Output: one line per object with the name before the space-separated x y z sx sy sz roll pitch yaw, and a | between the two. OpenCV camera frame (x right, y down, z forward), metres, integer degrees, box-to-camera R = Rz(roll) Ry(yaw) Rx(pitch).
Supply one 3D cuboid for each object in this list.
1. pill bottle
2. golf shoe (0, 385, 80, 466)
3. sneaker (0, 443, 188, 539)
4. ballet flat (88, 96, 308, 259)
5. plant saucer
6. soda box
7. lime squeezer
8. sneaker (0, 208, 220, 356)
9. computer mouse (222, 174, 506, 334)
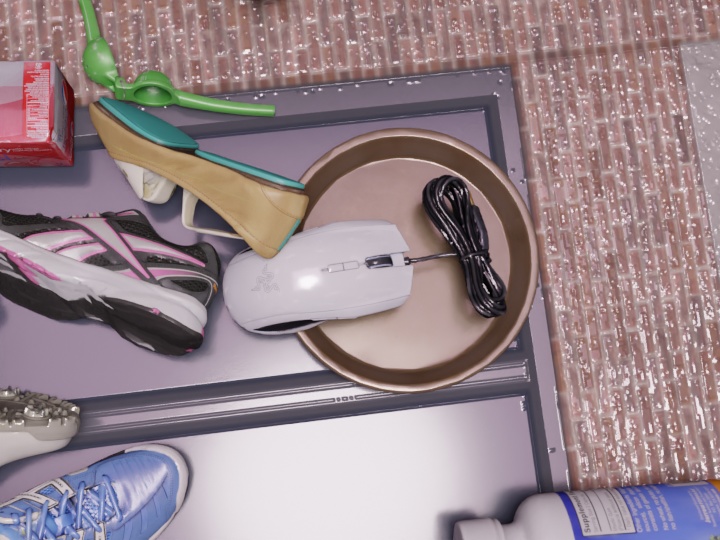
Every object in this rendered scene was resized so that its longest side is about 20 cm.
pill bottle | 0.168 0.208 0.751 0.200 0.112 0.112 -4 81 -4
golf shoe | -0.292 0.138 0.767 0.200 0.078 0.097 -7 99 1
sneaker | -0.210 0.184 0.751 0.200 0.077 0.076 -29 82 -9
ballet flat | -0.129 -0.066 0.780 0.200 0.069 0.063 26 101 28
plant saucer | 0.034 -0.008 0.819 0.200 0.029 0.200 0 82 -3
soda box | -0.315 -0.112 0.794 0.200 0.070 0.064 -1 81 -3
lime squeezer | -0.165 -0.155 0.834 0.200 0.038 0.071 36 49 3
sneaker | -0.194 -0.009 0.794 0.200 0.080 0.086 22 58 2
computer mouse | 0.000 0.000 0.780 0.200 0.044 0.110 -13 83 -5
